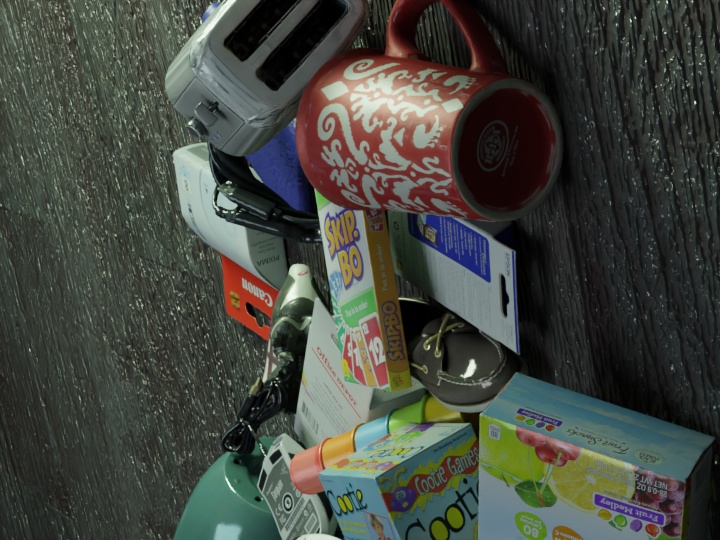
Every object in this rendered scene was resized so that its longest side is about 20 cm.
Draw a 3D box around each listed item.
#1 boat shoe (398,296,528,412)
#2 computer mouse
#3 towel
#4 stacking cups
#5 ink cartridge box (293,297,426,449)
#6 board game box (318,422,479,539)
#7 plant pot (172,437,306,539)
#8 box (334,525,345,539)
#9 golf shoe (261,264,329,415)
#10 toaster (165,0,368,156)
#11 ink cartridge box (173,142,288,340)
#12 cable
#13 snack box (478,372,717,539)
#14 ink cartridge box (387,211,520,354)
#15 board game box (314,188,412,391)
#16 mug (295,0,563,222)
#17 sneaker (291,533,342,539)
[{"bbox_3d":[0.071,0.066,1.684,0.060,0.072,0.200,51,168,-24],"label":"boat shoe"},{"bbox_3d":[-0.068,0.201,1.924,0.110,0.044,0.200,-59,46,33],"label":"computer mouse"},{"bbox_3d":[-0.084,-0.148,1.896,0.200,0.049,0.148,52,156,34],"label":"towel"},{"bbox_3d":[0.023,0.148,1.751,0.199,0.060,0.061,-20,89,33],"label":"stacking cups"},{"bbox_3d":[0.000,0.117,1.875,0.115,0.068,0.201,53,150,33],"label":"ink cartridge box"},{"bbox_3d":[0.065,0.237,1.644,0.105,0.103,0.201,-6,108,62],"label":"board game box"},{"bbox_3d":[-0.093,0.270,2.036,0.201,0.200,0.162,47,134,41],"label":"plant pot"},{"bbox_3d":[0.050,0.300,1.843,0.158,0.051,0.200,54,162,-6],"label":"box"},{"bbox_3d":[-0.059,0.077,1.988,0.200,0.077,0.088,104,167,-55],"label":"golf shoe"},{"bbox_3d":[-0.070,-0.192,1.664,0.114,0.200,0.129,44,168,-6],"label":"toaster"},{"bbox_3d":[-0.132,-0.018,2.072,0.160,0.047,0.201,30,131,54],"label":"ink cartridge box"},{"bbox_3d":[-0.044,-0.102,1.771,0.199,0.051,0.164,15,106,21],"label":"cable"},{"bbox_3d":[0.175,0.196,1.505,0.168,0.068,0.201,17,128,27],"label":"snack box"},{"bbox_3d":[0.085,-0.011,1.655,0.200,0.037,0.095,37,138,54],"label":"ink cartridge box"},{"bbox_3d":[0.000,0.000,1.701,0.095,0.030,0.201,-174,76,-65],"label":"board game box"},{"bbox_3d":[0.051,-0.122,1.544,0.200,0.133,0.178,15,123,56],"label":"mug"},{"bbox_3d":[0.008,0.334,1.794,0.200,0.081,0.147,23,143,46],"label":"sneaker"}]
